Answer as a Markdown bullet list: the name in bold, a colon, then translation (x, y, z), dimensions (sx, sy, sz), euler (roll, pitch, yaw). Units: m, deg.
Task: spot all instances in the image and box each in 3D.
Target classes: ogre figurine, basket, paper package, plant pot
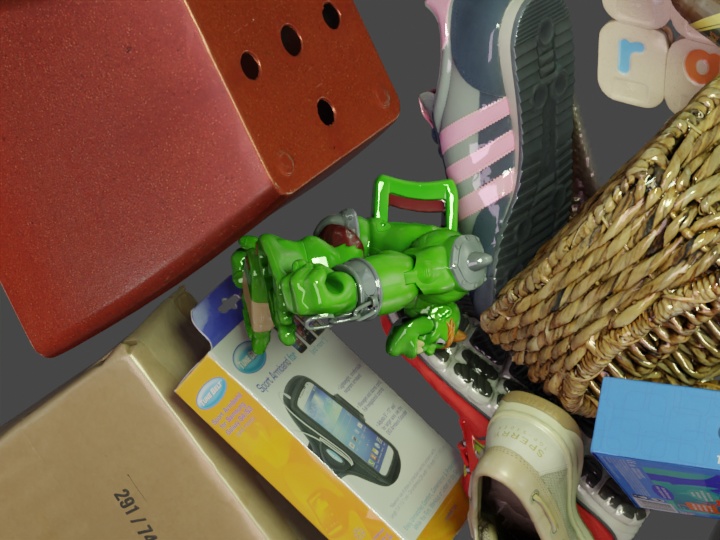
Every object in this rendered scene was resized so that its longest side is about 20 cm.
- **ogre figurine**: translation (0.000, 0.000, 1.365), dimensions (0.119, 0.200, 0.099), euler (-8, 75, -11)
- **basket**: translation (0.173, 0.014, 1.309), dimensions (0.149, 0.143, 0.200), euler (45, 144, 1)
- **paper package**: translation (-0.127, 0.149, 1.521), dimensions (0.190, 0.103, 0.200), euler (-35, 95, 28)
- **plant pot**: translation (-0.100, -0.099, 1.351), dimensions (0.176, 0.200, 0.201), euler (-19, 101, 37)

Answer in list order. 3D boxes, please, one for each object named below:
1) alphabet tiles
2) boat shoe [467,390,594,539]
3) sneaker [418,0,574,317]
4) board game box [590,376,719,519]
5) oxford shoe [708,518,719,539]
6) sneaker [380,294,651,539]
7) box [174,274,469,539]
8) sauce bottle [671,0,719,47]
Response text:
- **alphabet tiles**: translation (0.219, -0.112, 1.305), dimensions (0.199, 0.015, 0.196), euler (17, 129, 24)
- **boat shoe**: translation (0.090, 0.153, 1.397), dimensions (0.072, 0.065, 0.201), euler (21, 144, 21)
- **sneaker**: translation (0.071, -0.068, 1.404), dimensions (0.082, 0.070, 0.201), euler (19, 116, 36)
- **board game box**: translation (0.233, 0.105, 1.321), dimensions (0.199, 0.152, 0.045), euler (7, 76, 17)
- **oxford shoe**: translation (0.212, 0.232, 1.406), dimensions (0.071, 0.201, 0.071), euler (10, 155, -2)
- **sneaker**: translation (0.077, 0.093, 1.447), dimensions (0.200, 0.077, 0.085), euler (46, 126, 3)
- **box**: translation (-0.022, 0.090, 1.454), dimensions (0.200, 0.119, 0.042), euler (42, 117, 2)
- **sauce bottle**: translation (0.202, -0.134, 1.248), dimensions (0.200, 0.065, 0.065), euler (38, 117, 7)
